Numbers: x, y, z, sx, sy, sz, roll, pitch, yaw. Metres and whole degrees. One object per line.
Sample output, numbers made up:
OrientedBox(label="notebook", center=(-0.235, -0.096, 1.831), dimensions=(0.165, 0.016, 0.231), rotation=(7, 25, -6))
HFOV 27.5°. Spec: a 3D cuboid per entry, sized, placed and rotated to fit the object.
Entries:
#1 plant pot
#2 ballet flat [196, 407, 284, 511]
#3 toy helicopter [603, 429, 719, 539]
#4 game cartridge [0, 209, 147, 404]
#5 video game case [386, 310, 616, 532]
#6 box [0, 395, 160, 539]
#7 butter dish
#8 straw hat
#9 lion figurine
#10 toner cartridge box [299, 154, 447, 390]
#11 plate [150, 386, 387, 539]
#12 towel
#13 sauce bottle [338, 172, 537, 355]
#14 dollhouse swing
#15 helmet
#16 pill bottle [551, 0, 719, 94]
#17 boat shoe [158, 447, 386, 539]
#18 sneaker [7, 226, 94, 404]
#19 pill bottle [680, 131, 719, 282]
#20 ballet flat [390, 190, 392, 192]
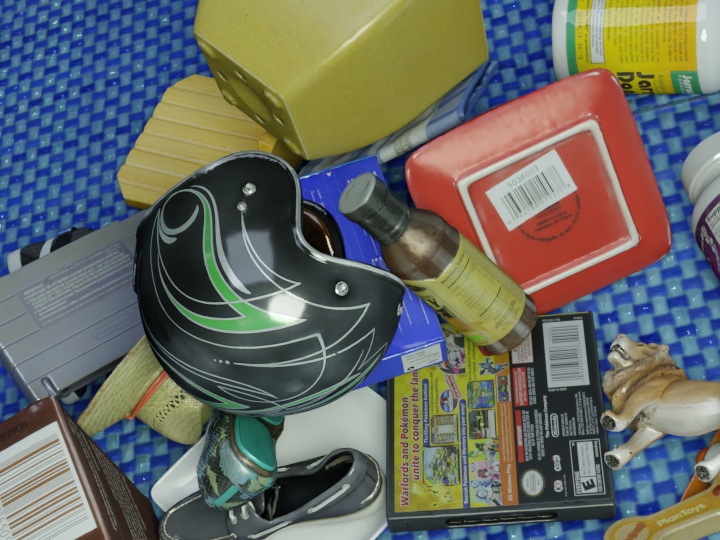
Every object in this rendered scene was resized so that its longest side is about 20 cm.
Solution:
OrientedBox(label="plant pot", center=(-0.030, -0.216, 1.293), dimensions=(0.195, 0.194, 0.200), rotation=(37, 77, 23))
OrientedBox(label="ballet flat", center=(-0.104, 0.137, 1.218), dimensions=(0.074, 0.074, 0.200), rotation=(-18, 15, 7))
OrientedBox(label="toy helicopter", center=(0.273, 0.172, 1.122), dimensions=(0.200, 0.079, 0.132), rotation=(-20, 28, -9))
OrientedBox(label="game cartridge", center=(-0.252, 0.033, 1.381), dimensions=(0.200, 0.038, 0.130), rotation=(-29, 67, -28))
OrientedBox(label="video game case", center=(0.112, 0.122, 1.225), dimensions=(0.180, 0.026, 0.200), rotation=(-5, 48, 6))
OrientedBox(label="box", center=(-0.252, 0.243, 1.184), dimensions=(0.164, 0.200, 0.166), rotation=(-30, 51, -3))
OrientedBox(label="butter dish", center=(0.147, -0.078, 1.310), dimensions=(0.200, 0.200, 0.148), rotation=(-25, 27, 2))
OrientedBox(label="straw hat", center=(-0.160, 0.106, 1.297), dimensions=(0.085, 0.201, 0.201), rotation=(41, 73, 3))
OrientedBox(label="lion figurine", center=(0.263, 0.106, 1.148), dimensions=(0.200, 0.073, 0.122), rotation=(8, 31, 44))
OrientedBox(label="toner cartridge box", center=(0.000, 0.000, 1.284), dimensions=(0.095, 0.043, 0.200), rotation=(-16, 60, -4))
OrientedBox(label="plate", center=(-0.050, 0.180, 1.265), dimensions=(0.200, 0.032, 0.199), rotation=(-45, 54, -15))
OrientedBox(label="towel", center=(0.031, -0.137, 1.396), dimensions=(0.200, 0.024, 0.147), rotation=(-24, 20, 30))
OrientedBox(label="sauce bottle", center=(0.062, -0.007, 1.204), dimensions=(0.065, 0.200, 0.065), rotation=(-34, 32, 26))
OrientedBox(label="dollhouse swing", center=(-0.142, -0.150, 1.459), dimensions=(0.175, 0.182, 0.200), rotation=(22, 64, 8))
OrientedBox(label="helmet", center=(-0.072, 0.022, 1.159), dimensions=(0.200, 0.200, 0.191), rotation=(-27, 71, 0))
OrientedBox(label="pill bottle", center=(0.288, -0.221, 1.383), dimensions=(0.200, 0.113, 0.113), rotation=(2, 56, 21))
OrientedBox(label="boat shoe", center=(-0.080, 0.185, 1.211), dimensions=(0.200, 0.063, 0.073), rotation=(-15, 55, 10))
OrientedBox(label="sneaker", center=(-0.271, 0.029, 1.428), dimensions=(0.112, 0.073, 0.200), rotation=(-28, 50, 0))
OrientedBox(label="pill bottle", center=(0.343, -0.023, 1.220), dimensions=(0.112, 0.112, 0.200), rotation=(-23, 51, 3))
OrientedBox(label="ballet flat", center=(-0.032, 0.002, 1.359), dimensions=(0.200, 0.074, 0.074), rotation=(-42, 53, -8))
